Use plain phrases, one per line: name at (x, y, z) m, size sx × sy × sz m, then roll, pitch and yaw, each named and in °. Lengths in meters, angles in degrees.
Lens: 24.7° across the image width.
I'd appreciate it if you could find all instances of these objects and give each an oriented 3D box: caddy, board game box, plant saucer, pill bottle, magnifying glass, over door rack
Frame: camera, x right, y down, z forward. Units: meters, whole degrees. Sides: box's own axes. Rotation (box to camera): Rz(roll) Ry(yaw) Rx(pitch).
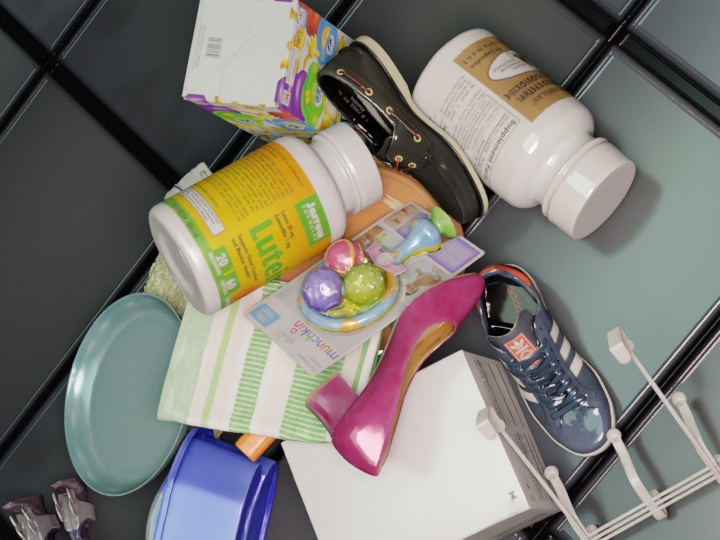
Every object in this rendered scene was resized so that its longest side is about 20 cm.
caddy at (-0.154, 0.249, 1.573) m, size 0.104 × 0.141 × 0.201 m, roll 13°, pitch 87°, yaw 10°
board game box at (-0.071, -0.185, 1.575) m, size 0.102 × 0.200 × 0.106 m, roll 8°, pitch 84°, yaw 24°
plant saucer at (0.002, -0.014, 1.574) m, size 0.199 × 0.032 × 0.202 m, roll 0°, pitch 78°, yaw 2°
pill bottle at (-0.083, -0.054, 1.504) m, size 0.199 × 0.111 × 0.111 m, roll -30°, pitch 69°, yaw -16°
pill bottle at (0.151, -0.124, 1.519) m, size 0.200 × 0.114 × 0.115 m, roll 42°, pitch 99°, yaw 23°
plant saucer at (-0.222, 0.123, 1.621) m, size 0.199 × 0.027 × 0.202 m, roll -15°, pitch 68°, yaw 42°
magnifying glass at (-0.040, 0.096, 1.529) m, size 0.080 × 0.022 × 0.200 m, roll 42°, pitch 82°, yaw 9°
over door rack at (0.212, 0.144, 1.431) m, size 0.147 × 0.200 × 0.067 m, roll -33°, pitch 30°, yaw 16°

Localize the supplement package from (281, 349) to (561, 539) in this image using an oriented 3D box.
supplement package at (0.056, 0.189, 1.515) m, size 0.199 × 0.111 × 0.157 m, roll -28°, pitch 73°, yaw 16°

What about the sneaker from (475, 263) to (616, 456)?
sneaker at (0.159, 0.081, 1.501) m, size 0.075 × 0.084 × 0.201 m, roll -37°, pitch 70°, yaw 14°

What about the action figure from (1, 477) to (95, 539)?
action figure at (-0.287, 0.316, 1.667) m, size 0.130 × 0.069 × 0.201 m, roll -27°, pitch 77°, yaw 8°

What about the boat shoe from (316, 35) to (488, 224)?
boat shoe at (0.038, -0.119, 1.513) m, size 0.063 × 0.074 × 0.202 m, roll -41°, pitch 95°, yaw -24°

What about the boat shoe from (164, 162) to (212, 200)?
boat shoe at (-0.103, -0.036, 1.641) m, size 0.200 × 0.071 × 0.070 m, roll 38°, pitch 82°, yaw 20°

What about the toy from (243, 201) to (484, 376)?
toy at (0.000, 0.000, 1.485) m, size 0.199 × 0.047 × 0.115 m, roll -32°, pitch 43°, yaw -21°

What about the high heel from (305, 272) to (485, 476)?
high heel at (0.052, 0.088, 1.438) m, size 0.200 × 0.067 × 0.096 m, roll -37°, pitch 61°, yaw -15°

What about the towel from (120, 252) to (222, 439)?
towel at (-0.174, 0.073, 1.651) m, size 0.148 × 0.036 × 0.201 m, roll 30°, pitch 106°, yaw 29°

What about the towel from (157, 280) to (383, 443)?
towel at (-0.081, 0.078, 1.518) m, size 0.199 × 0.023 × 0.154 m, roll 7°, pitch 74°, yaw 19°
